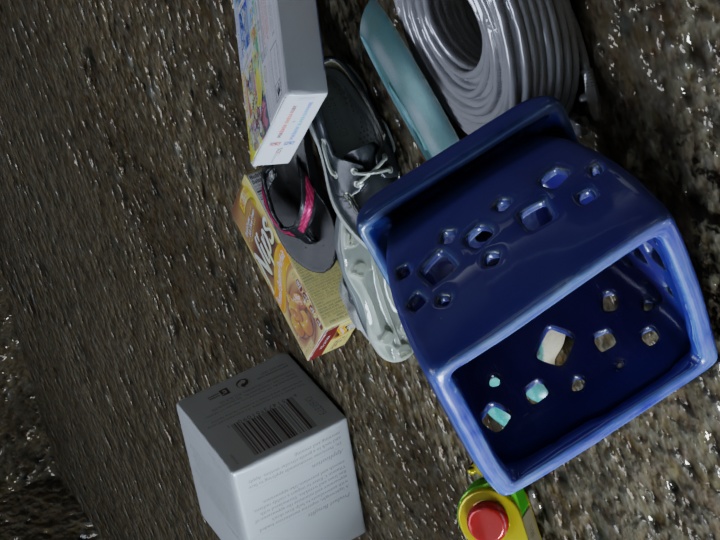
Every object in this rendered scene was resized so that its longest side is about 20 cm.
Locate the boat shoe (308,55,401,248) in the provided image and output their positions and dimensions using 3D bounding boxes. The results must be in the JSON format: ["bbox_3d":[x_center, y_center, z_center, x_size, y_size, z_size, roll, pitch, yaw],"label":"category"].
[{"bbox_3d":[-0.003,-0.108,1.699,0.201,0.075,0.060,61,165,11],"label":"boat shoe"}]

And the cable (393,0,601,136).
[{"bbox_3d":[0.091,-0.193,1.367,0.200,0.069,0.201,22,133,63],"label":"cable"}]

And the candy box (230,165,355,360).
[{"bbox_3d":[-0.073,-0.011,2.013,0.201,0.055,0.116,61,159,12],"label":"candy box"}]

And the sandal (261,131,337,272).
[{"bbox_3d":[-0.075,-0.086,1.891,0.075,0.045,0.201,-2,116,27],"label":"sandal"}]

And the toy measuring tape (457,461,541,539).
[{"bbox_3d":[0.141,0.272,1.760,0.073,0.073,0.201,8,118,67],"label":"toy measuring tape"}]

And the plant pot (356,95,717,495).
[{"bbox_3d":[0.119,0.009,1.296,0.180,0.199,0.200,58,180,37],"label":"plant pot"}]

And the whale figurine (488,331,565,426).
[{"bbox_3d":[0.108,0.065,1.567,0.159,0.103,0.201,51,156,34],"label":"whale figurine"}]

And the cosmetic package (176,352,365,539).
[{"bbox_3d":[-0.111,0.248,2.245,0.165,0.164,0.201,44,149,47],"label":"cosmetic package"}]

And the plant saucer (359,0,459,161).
[{"bbox_3d":[0.049,-0.134,1.501,0.201,0.027,0.200,61,-179,-1],"label":"plant saucer"}]

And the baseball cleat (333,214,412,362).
[{"bbox_3d":[0.000,0.000,1.821,0.106,0.069,0.201,34,142,55],"label":"baseball cleat"}]

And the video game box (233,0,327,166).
[{"bbox_3d":[-0.080,-0.225,1.714,0.182,0.046,0.202,134,132,-67],"label":"video game box"}]
